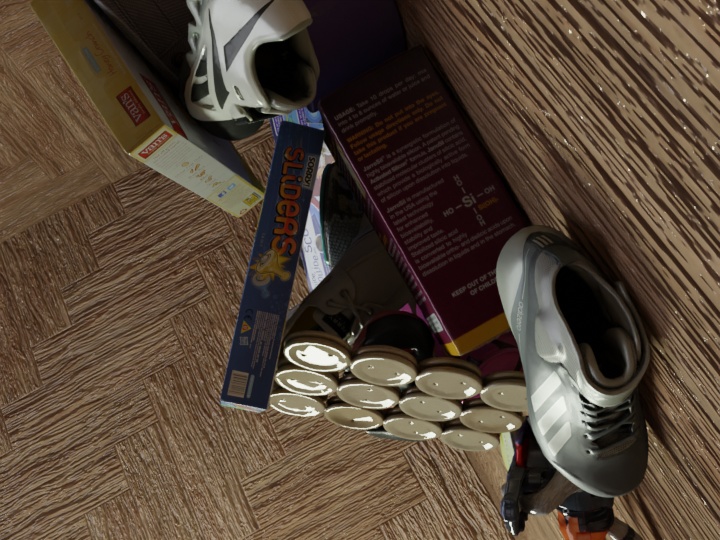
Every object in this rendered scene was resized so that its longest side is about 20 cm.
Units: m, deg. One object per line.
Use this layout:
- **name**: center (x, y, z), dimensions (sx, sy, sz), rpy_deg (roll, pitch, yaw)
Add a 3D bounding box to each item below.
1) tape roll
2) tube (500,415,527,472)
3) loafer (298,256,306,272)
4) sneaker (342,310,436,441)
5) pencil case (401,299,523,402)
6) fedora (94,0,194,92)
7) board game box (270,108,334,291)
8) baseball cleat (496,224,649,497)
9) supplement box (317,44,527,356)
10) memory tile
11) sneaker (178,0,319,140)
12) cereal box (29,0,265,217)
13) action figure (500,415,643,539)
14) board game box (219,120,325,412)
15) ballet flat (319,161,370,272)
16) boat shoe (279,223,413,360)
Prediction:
- **tape roll**: center (-0.048, -0.230, 0.700), dimensions (0.200, 0.085, 0.200), rpy_deg (62, 178, 3)
- **tube**: center (0.158, 0.173, 0.884), dimensions (0.058, 0.052, 0.200), rpy_deg (37, -176, 13)
- **loafer**: center (-0.020, -0.052, 1.008), dimensions (0.200, 0.071, 0.073), rpy_deg (-46, -65, -48)
- **sneaker**: center (0.028, 0.073, 0.763), dimensions (0.200, 0.074, 0.087), rpy_deg (86, -170, -58)
- **pencil case**: center (0.089, 0.051, 0.863), dimensions (0.091, 0.094, 0.200), rpy_deg (45, -170, -36)
- **fedora**: center (-0.142, -0.219, 0.693), dimensions (0.200, 0.090, 0.177), rpy_deg (49, -172, -38)
- **board game box**: center (-0.015, -0.074, 0.853), dimensions (0.135, 0.034, 0.200), rpy_deg (-1, 105, 45)
- **baseball cleat**: center (0.133, 0.072, 0.524), dimensions (0.200, 0.070, 0.106), rpy_deg (62, 178, -22)
- **supplement box**: center (0.054, -0.044, 0.652), dimensions (0.200, 0.086, 0.110), rpy_deg (61, 178, 5)
- **memory tile**: center (0.031, 0.096, 0.700), dimensions (0.153, 0.200, 0.017), rpy_deg (112, 168, -59)
- **sneaker**: center (-0.071, -0.127, 0.607), dimensions (0.089, 0.074, 0.200), rpy_deg (49, 162, 11)
- **cereal box**: center (-0.155, -0.125, 0.695), dimensions (0.144, 0.040, 0.200), rpy_deg (54, -175, 15)
- **action figure**: center (0.187, 0.180, 0.759), dimensions (0.194, 0.104, 0.200), rpy_deg (69, -157, -15)
- **board game box**: center (-0.068, 0.005, 0.677), dimensions (0.135, 0.034, 0.200), rpy_deg (133, 149, -78)
- **ballet flat**: center (0.000, 0.000, 0.796), dimensions (0.072, 0.072, 0.201), rpy_deg (-123, 31, -60)
- **boat shoe**: center (-0.013, 0.032, 0.737), dimensions (0.071, 0.200, 0.070), rpy_deg (46, -159, -14)
